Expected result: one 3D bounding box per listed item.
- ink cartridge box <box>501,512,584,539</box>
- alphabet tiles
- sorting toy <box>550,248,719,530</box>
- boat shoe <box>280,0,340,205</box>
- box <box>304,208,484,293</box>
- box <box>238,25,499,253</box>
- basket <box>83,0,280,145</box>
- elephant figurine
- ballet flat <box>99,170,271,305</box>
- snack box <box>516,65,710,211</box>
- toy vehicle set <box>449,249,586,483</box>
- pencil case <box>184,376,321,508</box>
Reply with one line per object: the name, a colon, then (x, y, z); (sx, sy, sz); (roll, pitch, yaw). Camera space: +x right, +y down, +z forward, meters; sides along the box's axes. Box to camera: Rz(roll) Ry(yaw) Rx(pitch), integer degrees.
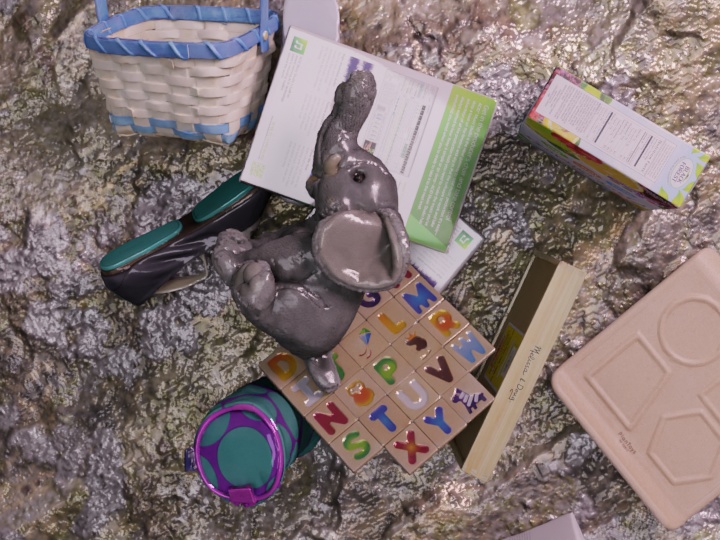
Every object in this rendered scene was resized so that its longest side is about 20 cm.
ink cartridge box: (0.189, 0.330, 1.047); (0.083, 0.200, 0.177); (-23, 89, 7)
alphabet tiles: (0.014, 0.076, 1.043); (0.166, 0.006, 0.200); (-38, 64, -15)
sorting toy: (0.305, 0.109, 1.113); (0.200, 0.036, 0.186); (-40, 89, 2)
boat shoe: (-0.051, -0.161, 1.112); (0.070, 0.070, 0.202); (1, 91, -3)
box: (0.000, 0.000, 1.126); (0.144, 0.036, 0.200); (40, 94, 3)
box: (0.007, -0.115, 1.065); (0.198, 0.036, 0.146); (19, 94, -3)
basket: (-0.163, -0.223, 1.071); (0.174, 0.139, 0.202); (10, 122, 16)
elephant figurine: (-0.015, -0.032, 0.997); (0.199, 0.155, 0.142); (-38, 50, 9)
ballet flat: (-0.151, -0.030, 1.136); (0.199, 0.073, 0.073); (-32, 90, 0)
snack box: (0.209, -0.107, 1.024); (0.141, 0.200, 0.053); (32, 95, 3)
toy vehicle set: (0.137, 0.081, 1.077); (0.026, 0.124, 0.202); (24, 95, -4)
pencil case: (-0.087, 0.147, 1.065); (0.084, 0.200, 0.094); (9, 95, 8)
